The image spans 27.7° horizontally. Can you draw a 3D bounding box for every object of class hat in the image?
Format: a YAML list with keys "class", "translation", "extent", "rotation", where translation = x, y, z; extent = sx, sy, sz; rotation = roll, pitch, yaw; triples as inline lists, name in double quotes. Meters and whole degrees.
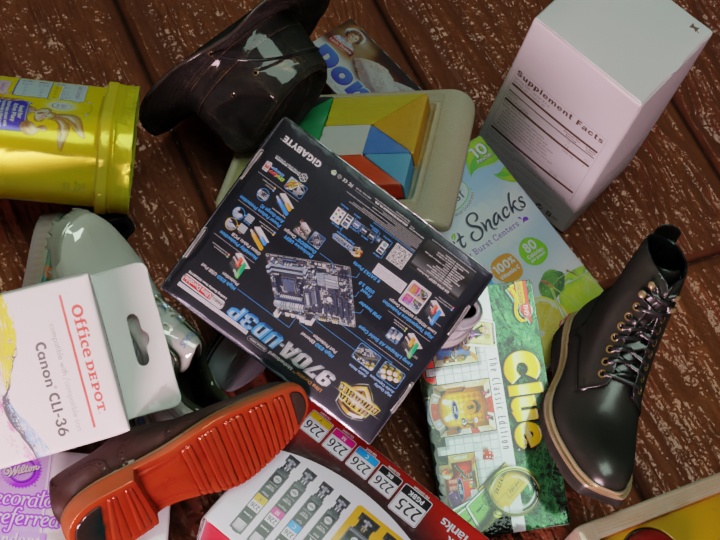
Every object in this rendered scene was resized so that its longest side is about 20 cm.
- class: "hat"
  translation: [-0.086, -0.154, 1.243]
  extent: [0.200, 0.201, 0.081]
  rotation: [-34, 85, -28]

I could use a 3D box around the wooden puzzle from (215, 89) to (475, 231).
- class: "wooden puzzle"
  translation: [-0.010, -0.103, 1.256]
  extent: [0.198, 0.037, 0.186]
  rotation: [3, 42, 12]

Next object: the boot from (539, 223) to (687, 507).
- class: "boot"
  translation: [0.202, 0.066, 1.117]
  extent: [0.077, 0.139, 0.201]
  rotation: [21, 37, -17]

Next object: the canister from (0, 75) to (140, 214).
- class: "canister"
  translation: [-0.284, -0.109, 1.192]
  extent: [0.198, 0.087, 0.149]
  rotation: [5, 21, -8]

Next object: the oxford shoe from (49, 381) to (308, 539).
- class: "oxford shoe"
  translation: [-0.132, 0.125, 1.053]
  extent: [0.199, 0.072, 0.073]
  rotation: [-26, 40, -18]

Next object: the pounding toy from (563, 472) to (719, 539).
- class: "pounding toy"
  translation: [0.265, 0.234, 1.122]
  extent: [0.199, 0.142, 0.185]
  rotation: [-16, 65, -22]

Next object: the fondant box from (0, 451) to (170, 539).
- class: "fondant box"
  translation: [-0.215, 0.233, 1.051]
  extent: [0.143, 0.058, 0.201]
  rotation: [7, 58, -11]

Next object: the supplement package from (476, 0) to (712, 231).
- class: "supplement package"
  translation: [0.200, -0.156, 1.301]
  extent: [0.120, 0.200, 0.121]
  rotation: [41, 58, 11]

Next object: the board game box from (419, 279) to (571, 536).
- class: "board game box"
  translation: [0.103, 0.112, 1.179]
  extent: [0.104, 0.023, 0.202]
  rotation: [-8, 78, -5]

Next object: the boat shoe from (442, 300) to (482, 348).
- class: "boat shoe"
  translation: [0.000, 0.002, 1.150]
  extent: [0.201, 0.065, 0.075]
  rotation: [25, 75, -2]

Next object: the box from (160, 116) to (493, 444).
- class: "box"
  translation: [-0.024, 0.007, 1.097]
  extent: [0.199, 0.046, 0.159]
  rotation: [36, 92, -1]

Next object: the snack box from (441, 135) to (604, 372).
- class: "snack box"
  translation: [0.107, 0.002, 1.260]
  extent: [0.142, 0.053, 0.200]
  rotation: [-32, 79, -29]

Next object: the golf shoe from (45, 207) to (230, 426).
- class: "golf shoe"
  translation: [-0.158, 0.037, 1.102]
  extent: [0.078, 0.097, 0.201]
  rotation: [-49, 122, -38]

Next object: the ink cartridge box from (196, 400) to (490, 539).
- class: "ink cartridge box"
  translation: [-0.020, 0.229, 1.088]
  extent: [0.200, 0.084, 0.176]
  rotation: [37, 59, 9]

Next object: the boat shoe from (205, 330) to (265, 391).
- class: "boat shoe"
  translation: [-0.085, 0.020, 1.212]
  extent: [0.071, 0.072, 0.200]
  rotation: [25, 46, 11]

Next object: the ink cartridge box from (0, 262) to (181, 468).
- class: "ink cartridge box"
  translation: [-0.232, 0.070, 1.022]
  extent: [0.199, 0.067, 0.117]
  rotation: [-16, 92, -10]

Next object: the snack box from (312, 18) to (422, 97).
- class: "snack box"
  translation: [0.030, -0.145, 1.355]
  extent: [0.072, 0.024, 0.200]
  rotation: [-36, 74, -26]

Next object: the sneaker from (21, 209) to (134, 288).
- class: "sneaker"
  translation: [-0.219, 0.034, 1.146]
  extent: [0.079, 0.071, 0.201]
  rotation: [-9, 58, 13]
